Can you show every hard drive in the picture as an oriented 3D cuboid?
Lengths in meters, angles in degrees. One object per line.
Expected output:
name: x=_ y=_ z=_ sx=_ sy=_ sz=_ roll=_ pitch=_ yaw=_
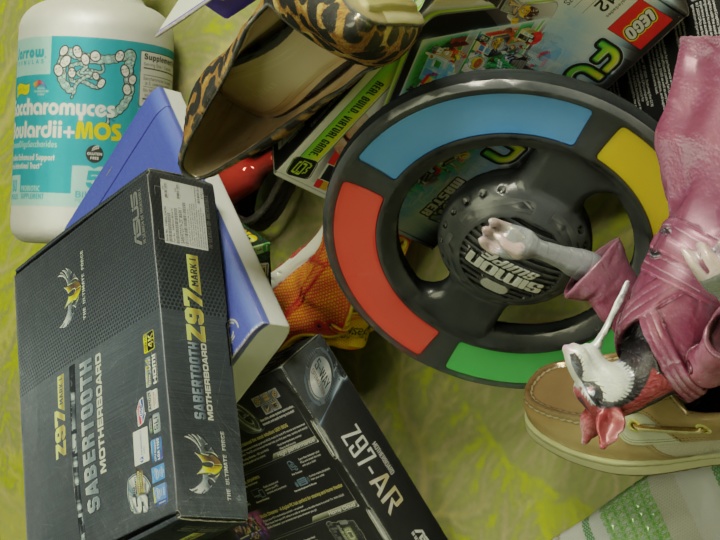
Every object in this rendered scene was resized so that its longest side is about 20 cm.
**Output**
hard drive: x=-0.118 y=0.004 z=0.915 sx=0.132 sy=0.025 sz=0.201 roll=-52 pitch=47 yaw=28

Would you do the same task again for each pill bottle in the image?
pill bottle: x=-0.188 y=-0.118 z=1.068 sx=0.110 sy=0.110 sz=0.202 roll=2 pitch=90 yaw=44

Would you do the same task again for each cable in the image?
cable: x=-0.046 y=-0.090 z=0.970 sx=0.199 sy=0.050 sz=0.098 roll=-24 pitch=73 yaw=43

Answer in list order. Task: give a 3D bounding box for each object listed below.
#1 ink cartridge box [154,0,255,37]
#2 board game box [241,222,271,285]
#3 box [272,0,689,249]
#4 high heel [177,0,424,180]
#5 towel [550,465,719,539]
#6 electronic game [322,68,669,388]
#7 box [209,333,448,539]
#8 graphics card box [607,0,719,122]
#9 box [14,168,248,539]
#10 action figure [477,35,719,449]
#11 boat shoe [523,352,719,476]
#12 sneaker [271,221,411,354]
ink cartridge box: x=-0.013 y=-0.222 z=0.855 sx=0.197 sy=0.043 sz=0.201 roll=-25 pitch=33 yaw=41
board game box: x=-0.089 y=0.055 z=0.972 sx=0.105 sy=0.023 sz=0.202 roll=35 pitch=134 yaw=49
box: x=0.055 y=-0.099 z=0.761 sx=0.200 sy=0.109 sz=0.035 roll=-44 pitch=35 yaw=36
high heel: x=-0.038 y=-0.083 z=0.708 sx=0.143 sy=0.071 sz=0.200 roll=-54 pitch=14 yaw=10
towel: x=0.156 y=0.191 z=0.784 sx=0.200 sy=0.031 sz=0.150 roll=-42 pitch=58 yaw=38
electronic game: x=0.078 y=-0.015 z=0.770 sx=0.200 sy=0.199 sz=0.042 roll=-39 pitch=24 yaw=36
box: x=-0.060 y=0.146 z=0.932 sx=0.199 sy=0.043 sz=0.161 roll=-28 pitch=97 yaw=40
graphics card box: x=0.137 y=-0.124 z=0.793 sx=0.199 sy=0.051 sz=0.127 roll=-19 pitch=76 yaw=41
box: x=-0.136 y=0.066 z=0.862 sx=0.157 sy=0.051 sz=0.202 roll=-30 pitch=59 yaw=44
action figure: x=0.155 y=-0.006 z=0.684 sx=0.134 sy=0.148 sz=0.201 roll=36 pitch=98 yaw=51
boat shoe: x=0.163 y=0.056 z=0.734 sx=0.199 sy=0.074 sz=0.067 roll=-1 pitch=129 yaw=36
sneaker: x=0.000 y=0.000 z=0.917 sx=0.200 sy=0.073 sz=0.078 roll=-52 pitch=58 yaw=42
